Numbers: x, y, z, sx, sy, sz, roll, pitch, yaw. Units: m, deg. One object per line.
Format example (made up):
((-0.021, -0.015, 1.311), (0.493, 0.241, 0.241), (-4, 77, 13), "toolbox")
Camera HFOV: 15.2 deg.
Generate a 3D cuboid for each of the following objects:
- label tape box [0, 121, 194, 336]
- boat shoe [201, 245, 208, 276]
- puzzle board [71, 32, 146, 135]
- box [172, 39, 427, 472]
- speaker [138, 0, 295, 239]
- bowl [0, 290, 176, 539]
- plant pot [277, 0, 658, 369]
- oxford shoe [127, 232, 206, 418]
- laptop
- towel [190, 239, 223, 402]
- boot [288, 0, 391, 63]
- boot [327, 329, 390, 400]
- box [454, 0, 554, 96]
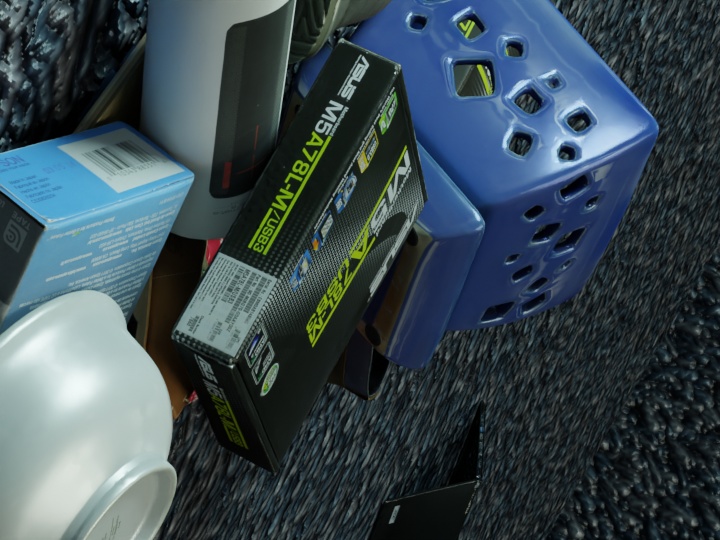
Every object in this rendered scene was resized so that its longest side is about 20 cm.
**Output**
((-0.185, 0.027, 1.461), (0.144, 0.063, 0.201), (-22, 143, -58), "label tape box")
((-0.122, 0.013, 1.632), (0.200, 0.065, 0.072), (-53, 179, -20), "boat shoe")
((-0.101, -0.124, 1.570), (0.200, 0.017, 0.151), (-55, 166, -16), "puzzle board")
((-0.031, -0.004, 1.552), (0.201, 0.047, 0.193), (-61, 163, -17), "box")
((-0.080, -0.109, 1.478), (0.081, 0.081, 0.201), (-49, 161, -36), "speaker")
((-0.161, 0.117, 1.433), (0.201, 0.090, 0.201), (-48, 160, -23), "bowl")
((0.050, -0.069, 1.785), (0.179, 0.200, 0.200), (-30, 158, -29), "plant pot")
((-0.119, 0.067, 1.563), (0.071, 0.071, 0.201), (6, 92, -33), "oxford shoe")
((0.056, 0.250, 2.811), (0.201, 0.103, 0.178), (-83, -170, -53), "laptop")
((-0.096, 0.024, 1.856), (0.145, 0.022, 0.200), (-67, 165, 19), "towel")
((0.004, -0.213, 1.607), (0.182, 0.072, 0.200), (-61, 168, 23), "boot")
((0.000, 0.000, 1.976), (0.075, 0.097, 0.201), (-38, 154, -55), "boot")
((0.083, -0.149, 2.035), (0.194, 0.047, 0.200), (-60, 168, -7), "box")
